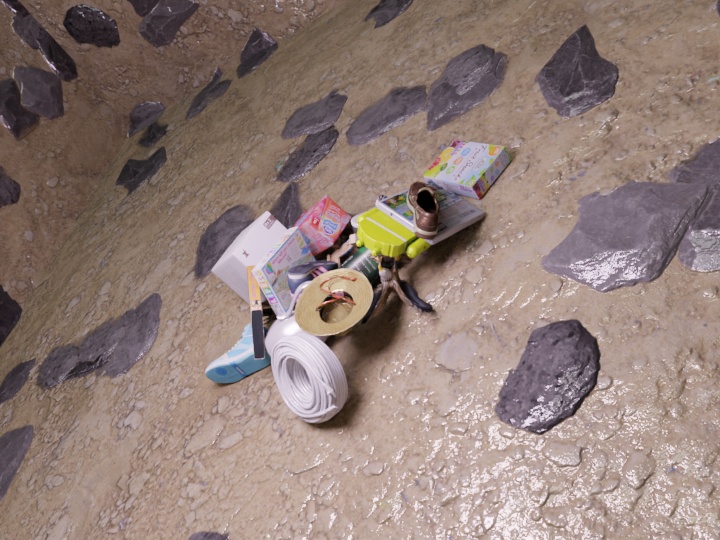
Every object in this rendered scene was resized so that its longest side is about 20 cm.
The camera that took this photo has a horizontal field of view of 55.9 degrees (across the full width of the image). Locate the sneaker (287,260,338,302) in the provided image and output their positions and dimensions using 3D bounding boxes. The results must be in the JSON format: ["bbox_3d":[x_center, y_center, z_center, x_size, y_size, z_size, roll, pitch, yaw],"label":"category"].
[{"bbox_3d":[-0.121,0.024,1.722,0.069,0.084,0.199,5,13,30],"label":"sneaker"}]

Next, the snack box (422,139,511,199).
[{"bbox_3d":[0.275,-0.267,1.770,0.143,0.053,0.199,-50,35,-12],"label":"snack box"}]

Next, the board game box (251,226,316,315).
[{"bbox_3d":[-0.186,-0.002,1.728,0.034,0.136,0.201,-10,28,33],"label":"board game box"}]

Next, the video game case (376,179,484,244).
[{"bbox_3d":[0.168,-0.143,1.621,0.198,0.022,0.181,-27,50,-38],"label":"video game case"}]

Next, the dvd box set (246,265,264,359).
[{"bbox_3d":[-0.263,0.102,1.707,0.029,0.149,0.201,-5,33,-10],"label":"dvd box set"}]

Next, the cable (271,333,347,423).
[{"bbox_3d":[-0.113,0.231,1.475,0.069,0.202,0.200,-23,-14,-38],"label":"cable"}]

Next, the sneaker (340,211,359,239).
[{"bbox_3d":[-0.021,-0.116,1.896,0.199,0.070,0.077,20,82,58],"label":"sneaker"}]

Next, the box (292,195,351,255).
[{"bbox_3d":[-0.120,-0.113,1.859,0.103,0.094,0.199,-56,14,-23],"label":"box"}]

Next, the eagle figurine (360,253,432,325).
[{"bbox_3d":[0.072,0.042,1.557,0.152,0.149,0.203,-42,43,40],"label":"eagle figurine"}]

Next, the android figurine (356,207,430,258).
[{"bbox_3d":[0.072,-0.090,1.577,0.180,0.042,0.199,31,43,25],"label":"android figurine"}]

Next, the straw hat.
[{"bbox_3d":[-0.048,0.096,1.531,0.197,0.086,0.203,-12,42,11],"label":"straw hat"}]

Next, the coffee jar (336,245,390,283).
[{"bbox_3d":[0.000,0.000,1.699,0.200,0.086,0.104,-42,3,-2],"label":"coffee jar"}]

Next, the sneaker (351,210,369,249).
[{"bbox_3d":[0.064,-0.111,1.794,0.197,0.101,0.071,-18,37,-24],"label":"sneaker"}]

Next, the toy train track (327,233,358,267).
[{"bbox_3d":[-0.057,-0.055,1.795,0.200,0.032,0.117,145,128,-61],"label":"toy train track"}]

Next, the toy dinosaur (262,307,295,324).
[{"bbox_3d":[-0.166,0.087,1.809,0.197,0.077,0.104,-18,51,20],"label":"toy dinosaur"}]

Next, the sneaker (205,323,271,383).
[{"bbox_3d":[-0.316,0.213,1.796,0.197,0.080,0.132,-20,40,12],"label":"sneaker"}]

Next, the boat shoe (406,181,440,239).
[{"bbox_3d":[0.151,-0.157,1.552,0.073,0.076,0.204,3,37,-8],"label":"boat shoe"}]

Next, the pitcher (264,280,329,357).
[{"bbox_3d":[-0.144,0.127,1.636,0.198,0.173,0.122,-31,26,12],"label":"pitcher"}]

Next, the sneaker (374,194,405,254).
[{"bbox_3d":[0.122,-0.161,1.712,0.203,0.146,0.077,-47,5,-11],"label":"sneaker"}]

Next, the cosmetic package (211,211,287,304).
[{"bbox_3d":[-0.280,-0.027,1.888,0.166,0.165,0.199,-56,16,-28],"label":"cosmetic package"}]
